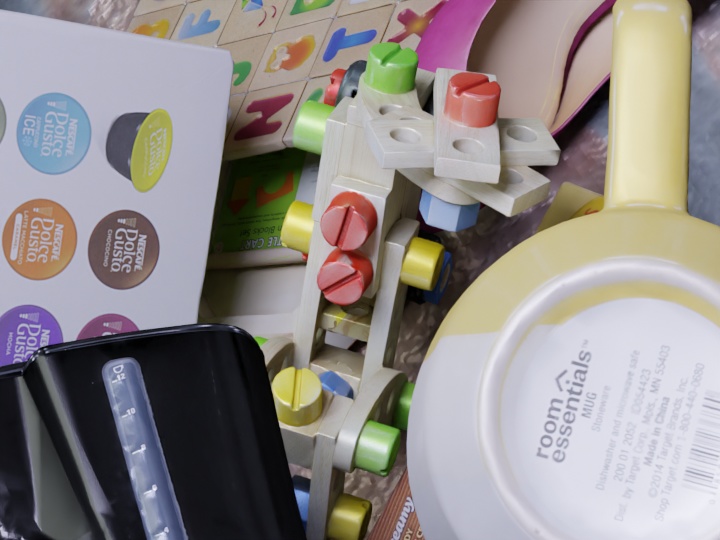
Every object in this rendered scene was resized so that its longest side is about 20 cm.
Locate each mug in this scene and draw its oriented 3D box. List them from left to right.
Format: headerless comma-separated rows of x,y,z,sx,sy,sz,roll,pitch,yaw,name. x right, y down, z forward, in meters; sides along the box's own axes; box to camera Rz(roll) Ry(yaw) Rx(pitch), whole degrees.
0.071,0.032,0.742,0.149,0.153,0.187,-29,80,3,mug

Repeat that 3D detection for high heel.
0.081,-0.094,0.942,0.201,0.067,0.096,-57,20,-3,high heel

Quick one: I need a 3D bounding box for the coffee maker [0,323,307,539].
-0.050,0.131,0.791,0.135,0.191,0.201,-45,50,39,coffee maker

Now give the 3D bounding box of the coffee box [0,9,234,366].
-0.188,-0.008,1.004,0.200,0.197,0.201,14,95,60,coffee box

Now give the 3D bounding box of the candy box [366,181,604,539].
0.073,0.081,0.869,0.116,0.056,0.201,26,84,48,candy box

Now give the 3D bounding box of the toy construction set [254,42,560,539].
0.000,0.000,0.894,0.201,0.092,0.131,-64,-5,34,toy construction set

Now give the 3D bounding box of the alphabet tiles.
-0.030,-0.111,1.073,0.199,0.006,0.167,-9,47,39,alphabet tiles

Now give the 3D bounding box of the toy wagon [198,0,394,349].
-0.032,-0.015,1.037,0.155,0.039,0.201,-5,64,42,toy wagon
